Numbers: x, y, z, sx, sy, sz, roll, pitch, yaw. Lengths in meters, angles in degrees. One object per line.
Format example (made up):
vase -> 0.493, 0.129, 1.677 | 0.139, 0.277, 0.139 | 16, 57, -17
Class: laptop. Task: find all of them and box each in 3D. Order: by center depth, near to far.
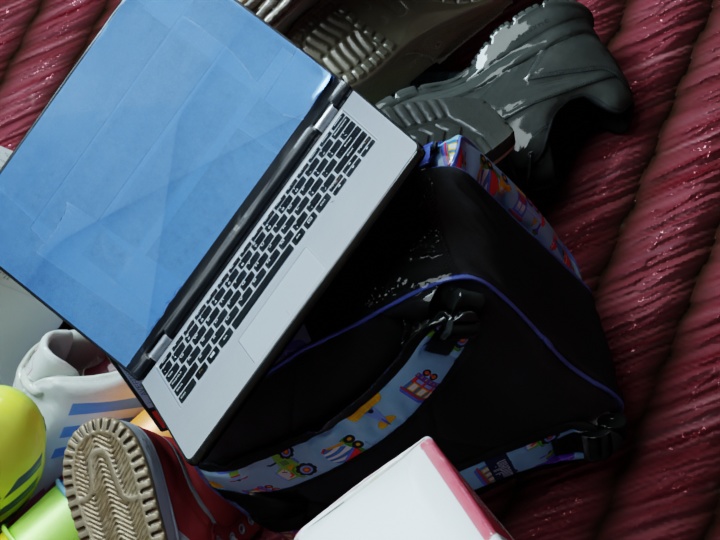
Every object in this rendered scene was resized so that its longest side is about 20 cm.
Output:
laptop -> -0.089, -0.037, 1.398 | 0.188, 0.116, 0.200 | -54, 22, 4

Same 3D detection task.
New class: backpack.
backpack -> 0.012, 0.049, 1.449 | 0.199, 0.182, 0.135 | -30, 47, 21

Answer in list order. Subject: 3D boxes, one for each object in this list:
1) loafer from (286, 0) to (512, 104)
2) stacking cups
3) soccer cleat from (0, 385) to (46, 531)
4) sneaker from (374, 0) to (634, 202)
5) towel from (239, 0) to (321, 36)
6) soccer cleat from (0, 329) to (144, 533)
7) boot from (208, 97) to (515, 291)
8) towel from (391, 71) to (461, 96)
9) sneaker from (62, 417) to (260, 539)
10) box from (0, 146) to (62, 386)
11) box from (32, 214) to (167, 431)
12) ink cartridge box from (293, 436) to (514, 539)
loafer -> 0.024, -0.152, 1.672 | 0.200, 0.068, 0.076 | -35, 77, -31
stacking cups -> -0.142, 0.123, 1.594 | 0.200, 0.061, 0.060 | -44, 40, -2
soccer cleat -> -0.240, 0.148, 1.599 | 0.200, 0.065, 0.084 | -51, 6, 30
sneaker -> 0.064, -0.068, 1.583 | 0.199, 0.076, 0.091 | -36, 62, 2
towel -> -0.030, -0.167, 1.683 | 0.034, 0.200, 0.133 | 42, 87, 6
soccer cleat -> -0.184, 0.079, 1.644 | 0.199, 0.086, 0.070 | -36, 41, 12
boot -> 0.000, 0.000, 1.546 | 0.199, 0.139, 0.078 | -25, 40, -11
towel -> -0.020, -0.037, 1.670 | 0.146, 0.022, 0.201 | 5, 57, 40
sneaker -> -0.095, 0.180, 1.516 | 0.071, 0.112, 0.201 | -17, 76, 23
box -> -0.300, 0.010, 1.673 | 0.200, 0.198, 0.131 | -53, 37, 18
box -> -0.110, -0.028, 1.580 | 0.037, 0.137, 0.201 | -18, 32, 24
ink cartridge box -> 0.071, 0.191, 1.259 | 0.085, 0.200, 0.148 | -39, 41, 2
